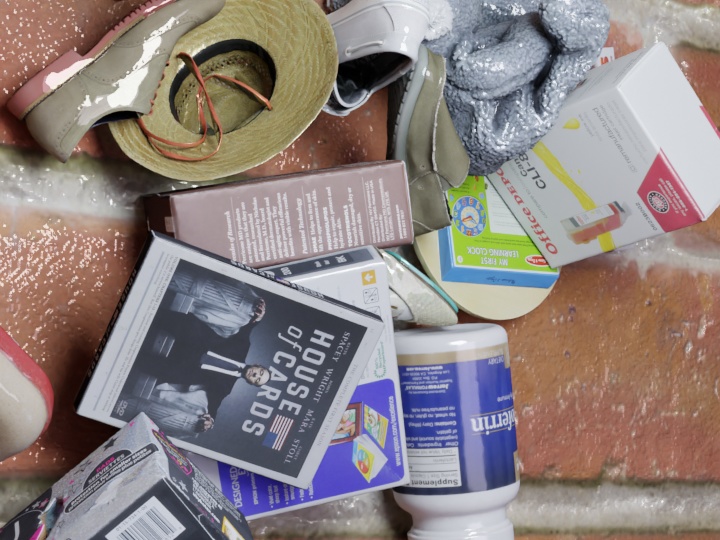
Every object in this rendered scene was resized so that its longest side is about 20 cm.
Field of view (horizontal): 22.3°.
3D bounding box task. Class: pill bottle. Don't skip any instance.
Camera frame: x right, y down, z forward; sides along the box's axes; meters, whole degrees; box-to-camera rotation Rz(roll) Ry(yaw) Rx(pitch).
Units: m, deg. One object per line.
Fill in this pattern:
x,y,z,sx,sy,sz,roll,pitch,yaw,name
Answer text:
0.081,0.152,1.617,0.115,0.115,0.201,-8,94,-38,pill bottle

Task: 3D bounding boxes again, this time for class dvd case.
-0.098,0.071,1.393,0.199,0.025,0.151,21,102,-22,dvd case

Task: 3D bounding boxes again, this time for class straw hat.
-0.110,-0.138,1.490,0.202,0.200,0.085,-60,160,-22,straw hat

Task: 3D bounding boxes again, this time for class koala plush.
0.075,-0.200,1.579,0.199,0.177,0.184,31,85,-27,koala plush

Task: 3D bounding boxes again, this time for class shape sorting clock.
0.117,-0.052,1.698,0.199,0.039,0.201,14,68,-37,shape sorting clock

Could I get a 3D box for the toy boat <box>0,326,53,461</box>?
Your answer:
-0.307,0.045,1.331,0.200,0.130,0.131,51,30,-26,toy boat

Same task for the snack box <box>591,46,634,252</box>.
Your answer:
0.227,-0.117,1.796,0.072,0.024,0.201,-9,94,-39,snack box

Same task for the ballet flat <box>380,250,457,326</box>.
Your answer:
0.000,0.000,1.597,0.200,0.067,0.062,42,74,-19,ballet flat

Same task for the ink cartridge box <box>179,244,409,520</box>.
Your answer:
-0.067,0.096,1.446,0.199,0.043,0.199,-12,112,-14,ink cartridge box

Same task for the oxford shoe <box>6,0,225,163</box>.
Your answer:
-0.178,-0.157,1.435,0.200,0.070,0.075,-37,92,-16,oxford shoe

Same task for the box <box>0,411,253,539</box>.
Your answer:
-0.191,0.227,1.353,0.200,0.115,0.132,-40,115,2,box

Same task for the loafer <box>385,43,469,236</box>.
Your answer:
0.057,-0.107,1.533,0.069,0.201,0.076,0,48,-4,loafer

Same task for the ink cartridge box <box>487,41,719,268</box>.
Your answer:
0.217,-0.098,1.638,0.145,0.200,0.083,54,53,-13,ink cartridge box

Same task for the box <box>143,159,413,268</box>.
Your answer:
-0.067,-0.042,1.481,0.199,0.100,0.075,-8,95,-18,box

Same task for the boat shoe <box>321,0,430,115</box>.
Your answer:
-0.011,-0.164,1.497,0.072,0.200,0.069,24,62,-33,boat shoe
